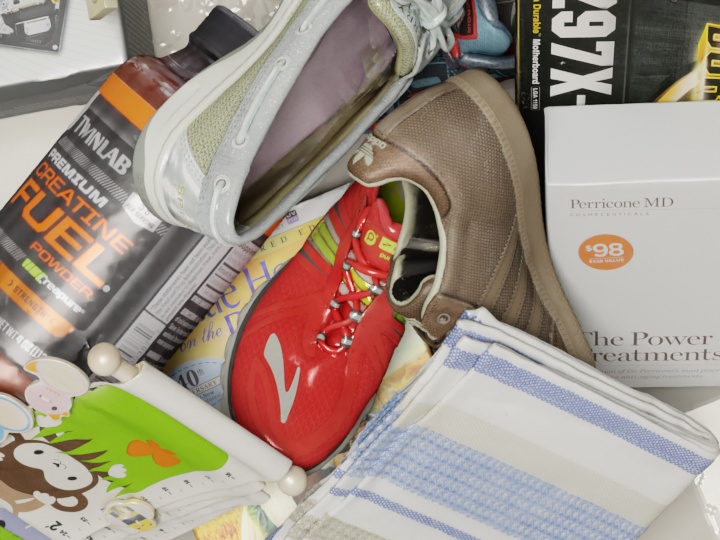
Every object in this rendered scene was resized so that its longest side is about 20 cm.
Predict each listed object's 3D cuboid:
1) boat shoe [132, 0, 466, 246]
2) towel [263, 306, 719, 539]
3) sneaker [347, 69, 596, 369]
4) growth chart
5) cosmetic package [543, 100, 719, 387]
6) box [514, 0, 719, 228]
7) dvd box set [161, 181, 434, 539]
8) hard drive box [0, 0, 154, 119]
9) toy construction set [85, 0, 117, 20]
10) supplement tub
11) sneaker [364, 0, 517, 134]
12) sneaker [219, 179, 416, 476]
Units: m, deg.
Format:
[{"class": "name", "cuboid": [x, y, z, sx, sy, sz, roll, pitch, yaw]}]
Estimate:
[{"class": "boat shoe", "cuboid": [-0.007, -0.087, 0.730, 0.202, 0.075, 0.065, -43, 45, -21]}, {"class": "towel", "cuboid": [0.049, 0.110, 0.775, 0.146, 0.024, 0.200, 25, 123, -23]}, {"class": "sneaker", "cuboid": [0.047, 0.012, 0.754, 0.075, 0.070, 0.201, -26, 119, -14]}, {"class": "growth chart", "cuboid": [-0.123, 0.096, 0.780, 0.144, 0.199, 0.018, 30, 48, -29]}, {"class": "cosmetic package", "cuboid": [0.183, -0.009, 0.775, 0.198, 0.151, 0.052, -2, 49, 7]}, {"class": "box", "cuboid": [0.147, -0.087, 0.762, 0.158, 0.201, 0.050, 0, 52, 5]}, {"class": "dvd box set", "cuboid": [-0.027, 0.074, 0.854, 0.145, 0.029, 0.202, -21, 84, 3]}, {"class": "hard drive box", "cuboid": [-0.196, -0.181, 0.867, 0.154, 0.077, 0.202, -10, 85, 5]}, {"class": "toy construction set", "cuboid": [-0.047, -0.173, 0.793, 0.199, 0.131, 0.093, -20, 127, -25]}, {"class": "supplement tub", "cuboid": [-0.103, -0.024, 0.798, 0.107, 0.107, 0.200, 39, 90, 7]}, {"class": "sneaker", "cuboid": [0.047, -0.123, 0.824, 0.198, 0.096, 0.080, -15, 84, 6]}, {"class": "sneaker", "cuboid": [0.000, 0.000, 0.791, 0.077, 0.085, 0.201, 30, 71, -4]}]
